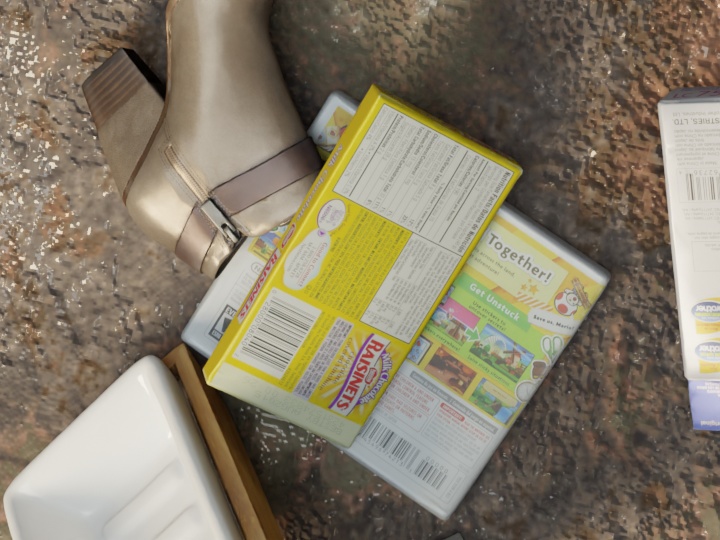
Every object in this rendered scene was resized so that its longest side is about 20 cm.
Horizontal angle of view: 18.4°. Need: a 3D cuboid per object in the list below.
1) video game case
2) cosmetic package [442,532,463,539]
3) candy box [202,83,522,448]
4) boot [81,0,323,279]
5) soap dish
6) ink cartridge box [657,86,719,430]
[{"bbox_3d":[0.019,0.022,1.334,0.199,0.023,0.183,34,104,4],"label":"video game case"},{"bbox_3d":[-0.010,0.230,1.283,0.150,0.200,0.052,-28,94,13],"label":"cosmetic package"},{"bbox_3d":[0.000,0.000,1.289,0.102,0.026,0.201,26,105,-24],"label":"candy box"},{"bbox_3d":[-0.066,-0.099,1.298,0.200,0.070,0.146,-41,85,21],"label":"boot"},{"bbox_3d":[-0.121,0.163,1.308,0.157,0.200,0.081,-43,132,14],"label":"soap dish"},{"bbox_3d":[0.238,-0.006,1.258,0.119,0.042,0.201,0,105,26],"label":"ink cartridge box"}]
